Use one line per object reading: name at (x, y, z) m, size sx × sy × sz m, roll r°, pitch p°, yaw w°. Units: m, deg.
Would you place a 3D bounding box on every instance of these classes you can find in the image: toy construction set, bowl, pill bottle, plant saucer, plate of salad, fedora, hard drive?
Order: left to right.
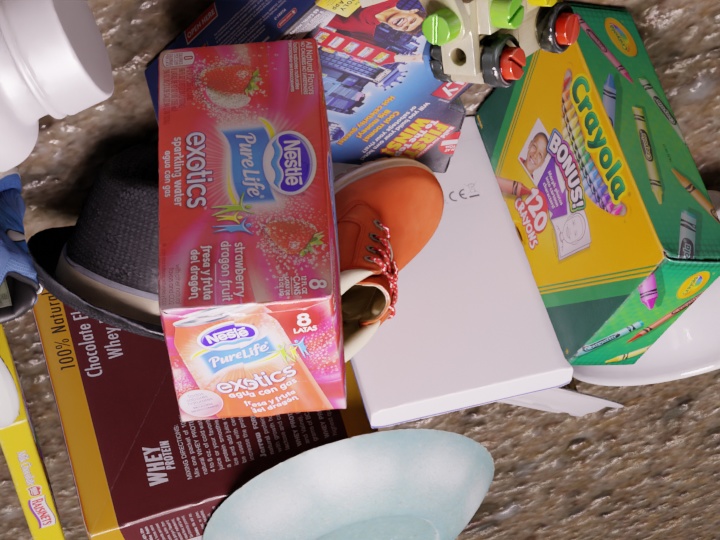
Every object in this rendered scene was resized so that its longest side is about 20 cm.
pill bottle at (-0.244, -0.098, 1.298) m, size 0.200 × 0.120 × 0.120 m, roll -22°, pitch 150°, yaw 8°
fedora at (-0.106, -0.024, 1.490) m, size 0.200 × 0.201 × 0.092 m, roll 3°, pitch 114°, yaw -31°
plant saucer at (-0.002, 0.171, 1.553) m, size 0.201 × 0.039 × 0.201 m, roll -14°, pitch 148°, yaw -9°
hard drive at (0.044, -0.002, 1.525) m, size 0.132 × 0.200 × 0.025 m, roll -12°, pitch 150°, yaw -9°
toy construction set at (0.070, -0.176, 1.292) m, size 0.200 × 0.092 × 0.131 m, roll -24°, pitch 118°, yaw -36°
plate of salad at (0.100, 0.072, 1.765) m, size 0.200 × 0.048 × 0.200 m, roll 11°, pitch 176°, yaw 1°
bowl at (0.230, 0.001, 1.699) m, size 0.201 × 0.090 × 0.201 m, roll -18°, pitch -166°, yaw 5°

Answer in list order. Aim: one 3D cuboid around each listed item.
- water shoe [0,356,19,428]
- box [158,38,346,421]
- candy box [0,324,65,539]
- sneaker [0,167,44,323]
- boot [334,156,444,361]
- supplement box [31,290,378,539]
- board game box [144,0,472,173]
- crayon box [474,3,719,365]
water shoe at (-0.294, 0.037, 1.475) m, size 0.079 × 0.071 × 0.200 m, roll -45°, pitch 119°, yaw -18°
box at (-0.061, -0.024, 1.315) m, size 0.095 × 0.200 × 0.100 m, roll -5°, pitch 139°, yaw 1°
candy box at (-0.242, 0.111, 1.659) m, size 0.026 × 0.102 × 0.200 m, roll -18°, pitch 151°, yaw -9°
sneaker at (-0.235, -0.010, 1.417) m, size 0.078 × 0.089 × 0.200 m, roll -21°, pitch -171°, yaw 5°
boot at (0.000, 0.000, 1.418) m, size 0.200 × 0.107 × 0.075 m, roll -40°, pitch 120°, yaw -33°
supplement box at (-0.099, 0.094, 1.611) m, size 0.200 × 0.197 × 0.133 m, roll -17°, pitch 150°, yaw -3°
board game box at (0.010, -0.132, 1.434) m, size 0.200 × 0.062 × 0.200 m, roll 15°, pitch 137°, yaw -44°
crayon box at (0.151, -0.054, 1.497) m, size 0.058 × 0.200 × 0.119 m, roll 2°, pitch 144°, yaw -31°
